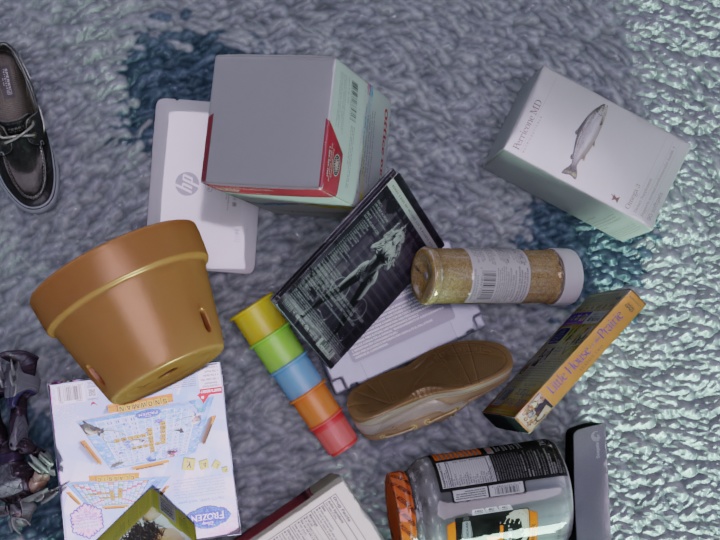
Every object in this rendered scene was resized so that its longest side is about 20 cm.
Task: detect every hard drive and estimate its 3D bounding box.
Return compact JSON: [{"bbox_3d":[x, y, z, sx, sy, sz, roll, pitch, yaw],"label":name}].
[{"bbox_3d":[0.263,0.276,1.608,0.042,0.135,0.201,-2,85,3],"label":"hard drive"}]

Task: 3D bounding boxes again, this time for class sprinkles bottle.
[{"bbox_3d":[0.160,0.006,1.624,0.199,0.068,0.069,1,84,-24],"label":"sprinkles bottle"}]

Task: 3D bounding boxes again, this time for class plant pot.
[{"bbox_3d":[-0.238,0.053,1.519,0.200,0.200,0.140,-27,81,-9],"label":"plant pot"}]

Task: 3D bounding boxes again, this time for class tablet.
[{"bbox_3d":[-0.183,-0.099,1.643,0.130,0.014,0.201,4,84,-7],"label":"tablet"}]

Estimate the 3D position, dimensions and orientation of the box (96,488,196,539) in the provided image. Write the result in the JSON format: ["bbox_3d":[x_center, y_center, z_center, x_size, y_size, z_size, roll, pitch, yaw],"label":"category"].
[{"bbox_3d":[-0.275,0.336,1.538,0.200,0.050,0.075,-44,110,6],"label":"box"}]

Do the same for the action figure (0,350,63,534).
[{"bbox_3d":[-0.393,0.194,1.550,0.130,0.069,0.201,-17,75,22],"label":"action figure"}]

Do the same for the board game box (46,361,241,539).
[{"bbox_3d":[-0.245,0.214,1.590,0.199,0.041,0.200,-6,85,-8],"label":"board game box"}]

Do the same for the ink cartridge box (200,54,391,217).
[{"bbox_3d":[-0.065,-0.144,1.552,0.144,0.200,0.146,3,83,20],"label":"ink cartridge box"}]

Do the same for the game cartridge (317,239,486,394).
[{"bbox_3d":[0.034,0.046,1.647,0.199,0.042,0.134,-23,84,-9],"label":"game cartridge"}]

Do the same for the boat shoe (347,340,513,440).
[{"bbox_3d":[0.084,0.142,1.629,0.199,0.069,0.074,-18,47,-2],"label":"boat shoe"}]

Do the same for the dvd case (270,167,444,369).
[{"bbox_3d":[0.000,0.000,1.571,0.200,0.149,0.016,-47,49,-9],"label":"dvd case"}]

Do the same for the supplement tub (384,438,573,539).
[{"bbox_3d":[0.133,0.265,1.595,0.199,0.123,0.123,-7,86,-7],"label":"supplement tub"}]

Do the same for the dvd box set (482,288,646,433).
[{"bbox_3d":[0.232,0.104,1.612,0.029,0.146,0.200,44,80,-4],"label":"dvd box set"}]

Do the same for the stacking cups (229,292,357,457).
[{"bbox_3d":[-0.077,0.125,1.618,0.060,0.061,0.200,-31,93,-9],"label":"stacking cups"}]

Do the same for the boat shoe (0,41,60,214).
[{"bbox_3d":[-0.395,-0.163,1.591,0.072,0.071,0.201,-17,88,-9],"label":"boat shoe"}]

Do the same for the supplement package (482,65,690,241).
[{"bbox_3d":[0.265,-0.136,1.653,0.199,0.117,0.117,27,82,-4],"label":"supplement package"}]

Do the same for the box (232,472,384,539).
[{"bbox_3d":[-0.073,0.335,1.568,0.200,0.109,0.128,-33,89,-10],"label":"box"}]
